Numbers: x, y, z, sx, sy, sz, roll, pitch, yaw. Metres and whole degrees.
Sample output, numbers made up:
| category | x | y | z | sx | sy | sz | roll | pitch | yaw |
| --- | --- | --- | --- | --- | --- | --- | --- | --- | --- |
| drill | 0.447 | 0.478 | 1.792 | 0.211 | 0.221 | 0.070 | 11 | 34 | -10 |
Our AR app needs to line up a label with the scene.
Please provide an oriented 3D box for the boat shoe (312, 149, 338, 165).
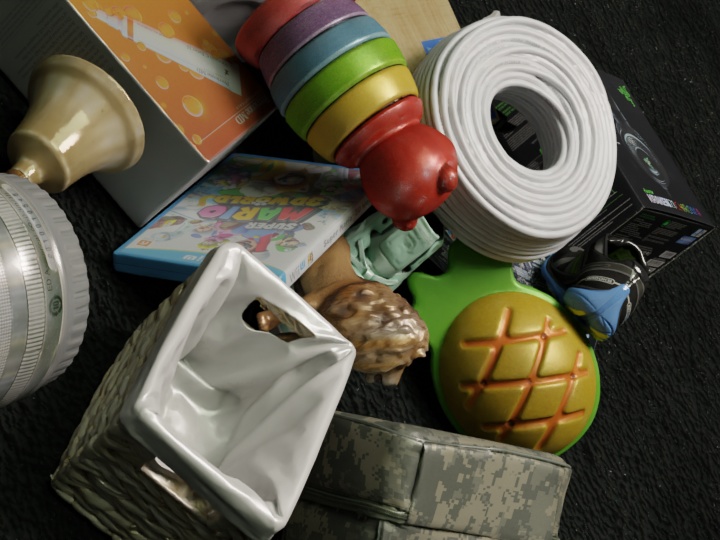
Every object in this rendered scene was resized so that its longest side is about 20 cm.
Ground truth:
| category | x | y | z | sx | sy | sz | roll | pitch | yaw |
| --- | --- | --- | --- | --- | --- | --- | --- | --- | --- |
| boat shoe | 0.002 | -0.138 | 1.770 | 0.068 | 0.071 | 0.201 | 51 | 33 | -45 |

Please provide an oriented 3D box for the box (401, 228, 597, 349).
| category | x | y | z | sx | sy | sz | roll | pitch | yaw |
| --- | --- | --- | --- | --- | --- | --- | --- | --- | --- |
| box | 0.130 | 0.014 | 1.793 | 0.200 | 0.046 | 0.159 | 42 | 37 | -13 |

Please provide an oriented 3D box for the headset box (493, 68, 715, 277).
| category | x | y | z | sx | sy | sz | roll | pitch | yaw |
| --- | --- | --- | --- | --- | --- | --- | --- | --- | --- |
| headset box | 0.226 | -0.105 | 1.923 | 0.174 | 0.093 | 0.201 | 11 | 46 | -57 |

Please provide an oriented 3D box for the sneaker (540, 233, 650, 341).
| category | x | y | z | sx | sy | sz | roll | pitch | yaw |
| --- | --- | --- | --- | --- | --- | --- | --- | --- | --- |
| sneaker | 0.211 | 0.010 | 1.733 | 0.071 | 0.083 | 0.200 | 50 | 1 | -8 |

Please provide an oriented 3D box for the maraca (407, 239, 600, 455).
| category | x | y | z | sx | sy | sz | roll | pitch | yaw |
| --- | --- | --- | --- | --- | --- | --- | --- | --- | --- |
| maraca | 0.118 | 0.069 | 1.667 | 0.200 | 0.137 | 0.107 | 54 | -9 | -8 |

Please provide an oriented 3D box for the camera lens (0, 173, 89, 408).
| category | x | y | z | sx | sy | sz | roll | pitch | yaw |
| --- | --- | --- | --- | --- | --- | --- | --- | --- | --- |
| camera lens | -0.289 | 0.022 | 1.241 | 0.199 | 0.160 | 0.161 | -14 | 70 | -51 |

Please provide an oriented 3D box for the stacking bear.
| category | x | y | z | sx | sy | sz | roll | pitch | yaw |
| --- | --- | --- | --- | --- | --- | --- | --- | --- | --- |
| stacking bear | 0.001 | -0.127 | 1.554 | 0.200 | 0.121 | 0.114 | 54 | 31 | 11 |

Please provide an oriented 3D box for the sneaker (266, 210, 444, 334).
| category | x | y | z | sx | sy | sz | roll | pitch | yaw |
| --- | --- | --- | --- | --- | --- | --- | --- | --- | --- |
| sneaker | 0.000 | 0.000 | 1.605 | 0.074 | 0.118 | 0.201 | 47 | 38 | -9 |

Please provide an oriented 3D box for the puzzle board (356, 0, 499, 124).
| category | x | y | z | sx | sy | sz | roll | pitch | yaw |
| --- | --- | --- | --- | --- | --- | --- | --- | --- | --- |
| puzzle board | 0.020 | -0.198 | 1.680 | 0.150 | 0.017 | 0.201 | -16 | 79 | -35 |

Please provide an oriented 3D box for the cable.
| category | x | y | z | sx | sy | sz | roll | pitch | yaw |
| --- | --- | --- | --- | --- | --- | --- | --- | --- | --- |
| cable | 0.128 | -0.111 | 1.655 | 0.200 | 0.069 | 0.201 | -35 | 94 | -37 |

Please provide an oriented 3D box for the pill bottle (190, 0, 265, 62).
| category | x | y | z | sx | sy | sz | roll | pitch | yaw |
| --- | --- | --- | --- | --- | --- | --- | --- | --- | --- |
| pill bottle | -0.122 | -0.287 | 1.724 | 0.112 | 0.112 | 0.201 | 17 | 48 | -38 |

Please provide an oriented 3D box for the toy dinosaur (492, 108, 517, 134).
| category | x | y | z | sx | sy | sz | roll | pitch | yaw |
| --- | --- | --- | --- | --- | --- | --- | --- | --- | --- |
| toy dinosaur | 0.054 | -0.105 | 1.759 | 0.102 | 0.136 | 0.200 | 29 | 11 | -17 |

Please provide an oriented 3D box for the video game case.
| category | x | y | z | sx | sy | sz | roll | pitch | yaw |
| --- | --- | --- | --- | --- | --- | --- | --- | --- | --- |
| video game case | -0.082 | -0.039 | 1.552 | 0.200 | 0.142 | 0.018 | -47 | 139 | -54 |

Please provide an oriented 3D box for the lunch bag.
| category | x | y | z | sx | sy | sz | roll | pitch | yaw |
| --- | --- | --- | --- | --- | --- | --- | --- | --- | --- |
| lunch bag | 0.039 | 0.200 | 1.459 | 0.199 | 0.139 | 0.169 | 15 | 83 | -40 |

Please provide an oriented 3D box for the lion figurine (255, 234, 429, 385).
| category | x | y | z | sx | sy | sz | roll | pitch | yaw |
| --- | --- | --- | --- | --- | --- | --- | --- | --- | --- |
| lion figurine | -0.028 | 0.011 | 1.530 | 0.122 | 0.073 | 0.201 | -15 | 46 | -7 |

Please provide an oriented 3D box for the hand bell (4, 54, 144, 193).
| category | x | y | z | sx | sy | sz | roll | pitch | yaw |
| --- | --- | --- | --- | --- | --- | --- | --- | --- | --- |
| hand bell | -0.251 | -0.057 | 1.433 | 0.104 | 0.104 | 0.200 | 45 | 49 | -9 |

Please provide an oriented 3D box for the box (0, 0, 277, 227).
| category | x | y | z | sx | sy | sz | roll | pitch | yaw |
| --- | --- | --- | --- | --- | --- | --- | --- | --- | --- |
| box | -0.182 | -0.156 | 1.560 | 0.200 | 0.097 | 0.124 | 49 | 36 | -4 |

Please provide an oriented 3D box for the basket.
| category | x | y | z | sx | sy | sz | roll | pitch | yaw |
| --- | --- | --- | --- | --- | --- | --- | --- | --- | --- |
| basket | -0.109 | 0.102 | 1.397 | 0.135 | 0.123 | 0.200 | 41 | 38 | -14 |
